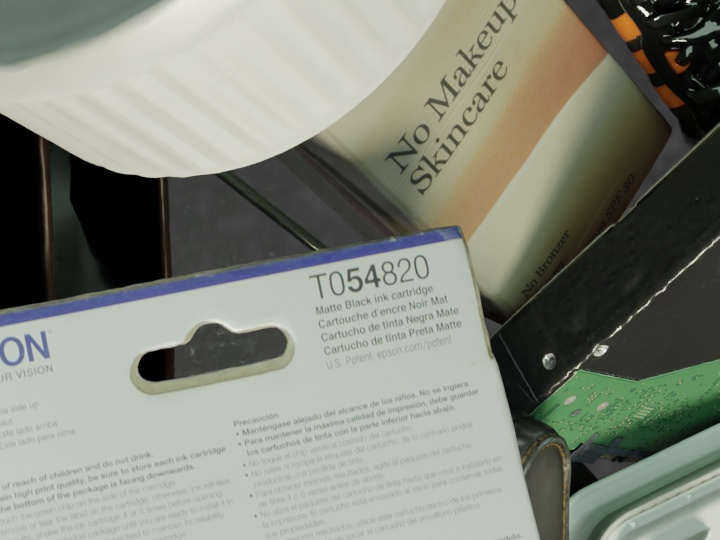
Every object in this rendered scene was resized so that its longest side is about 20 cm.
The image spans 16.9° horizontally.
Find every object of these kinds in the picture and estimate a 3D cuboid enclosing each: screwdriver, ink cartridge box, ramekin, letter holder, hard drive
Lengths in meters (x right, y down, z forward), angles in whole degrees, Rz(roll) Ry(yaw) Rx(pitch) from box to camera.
[{"bbox_3d":[0.000,0.000,0.917,0.200,0.028,0.029,42,47,-22],"label":"screwdriver"},{"bbox_3d":[-0.035,0.101,0.759,0.198,0.041,0.202,-10,84,-24],"label":"ink cartridge box"},{"bbox_3d":[-0.052,-0.120,0.731,0.203,0.202,0.094,-55,136,-6],"label":"ramekin"},{"bbox_3d":[-0.117,-0.051,0.846,0.100,0.142,0.202,-3,92,-13],"label":"letter holder"},{"bbox_3d":[0.143,-0.004,0.879,0.200,0.139,0.038,-45,57,24],"label":"hard drive"}]

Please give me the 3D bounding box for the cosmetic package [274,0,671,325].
[{"bbox_3d":[0.014,-0.074,0.858,0.104,0.087,0.200,-56,135,-6],"label":"cosmetic package"}]

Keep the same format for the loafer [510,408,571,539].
[{"bbox_3d":[0.058,0.150,0.847,0.073,0.072,0.202,-15,114,-52],"label":"loafer"}]

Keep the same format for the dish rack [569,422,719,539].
[{"bbox_3d":[0.176,0.136,0.916,0.199,0.043,0.173,-22,98,-23],"label":"dish rack"}]

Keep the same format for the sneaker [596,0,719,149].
[{"bbox_3d":[0.129,-0.088,0.871,0.070,0.200,0.090,-30,55,12],"label":"sneaker"}]

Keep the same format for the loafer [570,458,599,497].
[{"bbox_3d":[0.082,0.128,0.944,0.200,0.071,0.073,52,50,-15],"label":"loafer"}]
